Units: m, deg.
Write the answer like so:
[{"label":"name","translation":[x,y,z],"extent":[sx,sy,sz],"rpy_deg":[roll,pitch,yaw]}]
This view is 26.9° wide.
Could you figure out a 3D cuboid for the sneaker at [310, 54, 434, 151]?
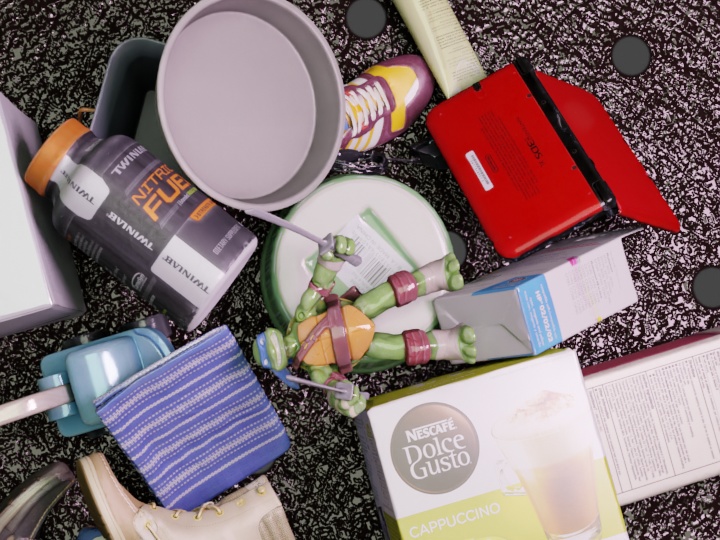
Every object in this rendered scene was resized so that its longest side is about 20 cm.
[{"label":"sneaker","translation":[-0.008,-0.150,1.480],"extent":[0.199,0.090,0.075],"rpy_deg":[-35,89,-5]}]

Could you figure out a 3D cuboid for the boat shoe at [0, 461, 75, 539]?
[{"label":"boat shoe","translation":[-0.337,0.272,1.450],"extent":[0.073,0.075,0.200],"rpy_deg":[42,94,-10]}]

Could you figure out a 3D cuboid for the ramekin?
[{"label":"ramekin","translation":[0.000,0.000,1.467],"extent":[0.198,0.098,0.203],"rpy_deg":[0,86,-3]}]

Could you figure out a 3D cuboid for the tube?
[{"label":"tube","translation":[0.064,-0.260,1.511],"extent":[0.058,0.052,0.201],"rpy_deg":[-29,88,-6]}]

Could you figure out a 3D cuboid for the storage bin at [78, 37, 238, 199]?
[{"label":"storage bin","translation":[-0.203,-0.106,1.444],"extent":[0.144,0.134,0.202],"rpy_deg":[14,85,-2]}]

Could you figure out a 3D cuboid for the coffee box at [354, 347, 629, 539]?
[{"label":"coffee box","translation":[0.114,0.193,1.410],"extent":[0.198,0.200,0.200],"rpy_deg":[-15,87,-5]}]

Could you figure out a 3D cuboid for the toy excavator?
[{"label":"toy excavator","translation":[-0.271,0.112,1.395],"extent":[0.192,0.200,0.101],"rpy_deg":[-17,87,10]}]

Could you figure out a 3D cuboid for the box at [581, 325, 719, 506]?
[{"label":"box","translation":[0.301,0.139,1.465],"extent":[0.198,0.109,0.129],"rpy_deg":[-16,88,-9]}]

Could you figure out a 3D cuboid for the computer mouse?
[{"label":"computer mouse","translation":[0.047,-0.120,1.468],"extent":[0.198,0.059,0.034],"rpy_deg":[-8,116,-32]}]

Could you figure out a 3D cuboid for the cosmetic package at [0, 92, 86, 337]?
[{"label":"cosmetic package","translation":[-0.350,-0.043,1.398],"extent":[0.122,0.200,0.202],"rpy_deg":[-15,87,-4]}]

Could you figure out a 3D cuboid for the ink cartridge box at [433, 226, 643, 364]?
[{"label":"ink cartridge box","translation":[0.181,0.022,1.432],"extent":[0.199,0.115,0.069],"rpy_deg":[-23,99,-40]}]

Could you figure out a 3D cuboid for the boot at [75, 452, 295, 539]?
[{"label":"boot","translation":[-0.157,0.226,1.388],"extent":[0.155,0.073,0.201],"rpy_deg":[-32,94,-15]}]

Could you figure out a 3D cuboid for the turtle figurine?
[{"label":"turtle figurine","translation":[0.004,0.046,1.315],"extent":[0.192,0.201,0.145],"rpy_deg":[-11,51,-11]}]

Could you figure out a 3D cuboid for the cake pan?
[{"label":"cake pan","translation":[-0.104,-0.153,1.370],"extent":[0.199,0.037,0.203],"rpy_deg":[2,86,-35]}]

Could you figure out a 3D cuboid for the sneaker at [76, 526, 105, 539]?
[{"label":"sneaker","translation":[-0.185,0.306,1.448],"extent":[0.198,0.075,0.089],"rpy_deg":[18,86,-1]}]

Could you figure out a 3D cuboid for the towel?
[{"label":"towel","translation":[-0.153,0.149,1.418],"extent":[0.144,0.201,0.024],"rpy_deg":[-31,48,-7]}]

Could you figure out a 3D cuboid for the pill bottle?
[{"label":"pill bottle","translation":[-0.197,-0.046,1.321],"extent":[0.199,0.106,0.107],"rpy_deg":[37,85,-1]}]

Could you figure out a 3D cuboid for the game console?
[{"label":"game console","translation":[0.183,-0.094,1.449],"extent":[0.171,0.119,0.201],"rpy_deg":[-29,54,4]}]
